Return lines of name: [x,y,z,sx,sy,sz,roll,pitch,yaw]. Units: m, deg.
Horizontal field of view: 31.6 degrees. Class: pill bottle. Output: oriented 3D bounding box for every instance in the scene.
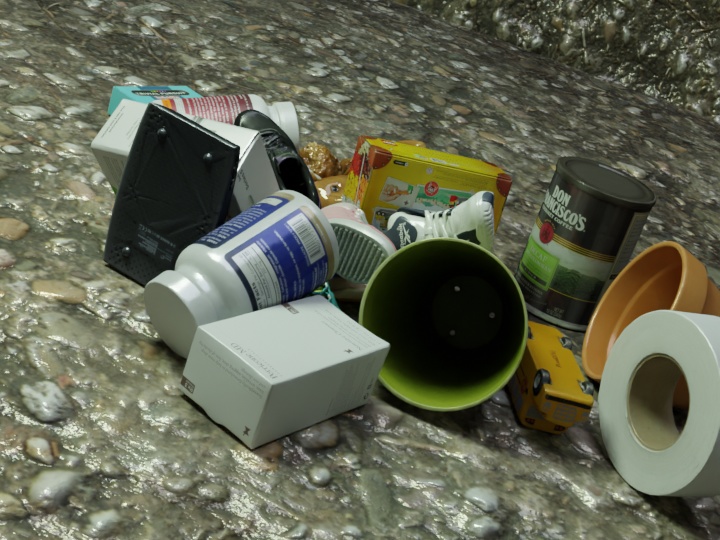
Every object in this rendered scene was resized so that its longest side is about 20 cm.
pill bottle: [-0.127,0.005,1.363,0.115,0.117,0.199,33,50,30]
pill bottle: [-0.189,-0.185,1.758,0.198,0.114,0.113,-6,29,-14]

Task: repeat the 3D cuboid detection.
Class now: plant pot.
plant pot: [0.395,0.085,1.609,0.139,0.201,0.200,32,20,-13]
plant pot: [0.108,0.055,1.467,0.186,0.189,0.200,24,7,10]

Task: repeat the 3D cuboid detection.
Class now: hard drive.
hard drive: [-0.210,-0.074,1.430,0.134,0.202,0.042,28,22,18]

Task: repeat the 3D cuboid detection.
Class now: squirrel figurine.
squirrel figurine: [-0.020,-0.108,1.799,0.186,0.143,0.199,-19,26,-40]

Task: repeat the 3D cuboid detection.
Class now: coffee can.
coffee can: [0.309,-0.038,1.778,0.145,0.202,0.147,16,22,-7]

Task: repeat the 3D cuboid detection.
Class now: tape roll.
tape roll: [0.349,0.146,1.393,0.070,0.204,0.203,6,26,-28]

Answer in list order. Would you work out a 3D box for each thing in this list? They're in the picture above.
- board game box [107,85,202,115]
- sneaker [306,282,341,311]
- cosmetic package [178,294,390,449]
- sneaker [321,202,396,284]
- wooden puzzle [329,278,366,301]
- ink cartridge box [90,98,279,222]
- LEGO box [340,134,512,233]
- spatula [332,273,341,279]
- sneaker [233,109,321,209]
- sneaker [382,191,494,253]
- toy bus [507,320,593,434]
board game box: [-0.261,-0.218,1.922,0.199,0.047,0.150,34,27,32]
sneaker: [-0.062,0.033,1.468,0.077,0.080,0.200,-2,32,-44]
cosmetic package: [-0.076,0.099,1.303,0.112,0.082,0.199,33,25,26]
sneaker: [-0.007,-0.040,1.528,0.104,0.076,0.199,-24,23,-38]
wooden puzzle: [0.000,0.000,1.663,0.183,0.038,0.200,4,22,-32]
ink cartridge box: [-0.203,-0.110,1.528,0.198,0.146,0.084,16,59,23]
LEGO box: [0.080,-0.078,1.659,0.198,0.150,0.077,11,18,-19]
spatula: [0.030,0.005,1.583,0.198,0.021,0.056,6,10,-32]
sneaker: [-0.101,-0.143,1.648,0.075,0.088,0.201,-24,68,-18]
sneaker: [0.092,-0.044,1.547,0.128,0.080,0.199,2,-10,-3]
toy bus: [0.213,0.124,1.488,0.064,0.079,0.200,16,23,-11]
